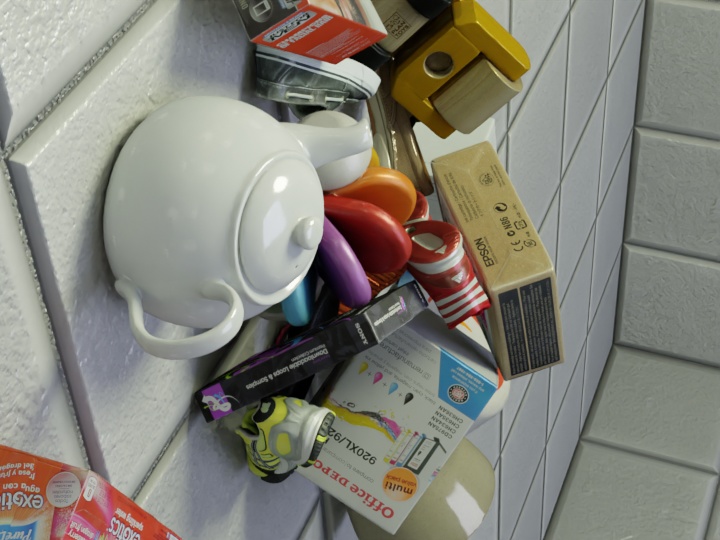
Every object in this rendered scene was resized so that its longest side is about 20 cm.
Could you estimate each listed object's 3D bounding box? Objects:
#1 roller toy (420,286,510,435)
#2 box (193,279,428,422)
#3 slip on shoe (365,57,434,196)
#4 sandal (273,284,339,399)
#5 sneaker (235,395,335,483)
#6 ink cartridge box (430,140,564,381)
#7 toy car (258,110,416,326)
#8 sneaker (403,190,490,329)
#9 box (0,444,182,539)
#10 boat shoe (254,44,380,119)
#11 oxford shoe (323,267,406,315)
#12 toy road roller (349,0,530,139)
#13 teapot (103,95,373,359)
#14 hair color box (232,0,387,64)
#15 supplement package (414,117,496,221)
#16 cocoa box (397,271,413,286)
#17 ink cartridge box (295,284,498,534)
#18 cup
[{"bbox_3d":[0.075,0.122,1.640,0.199,0.140,0.184,19,44,-43],"label":"roller toy"},{"bbox_3d":[-0.045,0.074,1.289,0.036,0.199,0.143,64,24,-2],"label":"box"},{"bbox_3d":[0.041,-0.172,1.493,0.076,0.060,0.202,39,45,-74],"label":"slip on shoe"},{"bbox_3d":[-0.075,0.101,1.449,0.075,0.045,0.201,-22,138,-63],"label":"sandal"},{"bbox_3d":[-0.085,0.158,1.350,0.076,0.076,0.200,-66,-172,-25],"label":"sneaker"},{"bbox_3d":[0.147,-0.010,1.457,0.165,0.075,0.201,75,-5,-49],"label":"ink cartridge box"},{"bbox_3d":[-0.032,-0.029,1.254,0.200,0.150,0.176,-41,150,-18],"label":"toy car"},{"bbox_3d":[0.065,-0.002,1.375,0.116,0.078,0.200,64,-3,-25],"label":"sneaker"},{"bbox_3d":[-0.216,0.206,0.989,0.200,0.095,0.100,63,42,-63],"label":"box"},{"bbox_3d":[-0.049,-0.179,1.308,0.200,0.072,0.071,6,105,-61],"label":"boat shoe"},{"bbox_3d":[0.000,0.000,1.496,0.200,0.071,0.073,-51,-174,11],"label":"oxford shoe"},{"bbox_3d":[0.078,-0.256,1.449,0.200,0.123,0.147,39,29,-24],"label":"toy road roller"},{"bbox_3d":[-0.097,-0.037,1.066,0.197,0.145,0.202,2,100,-59],"label":"teapot"},{"bbox_3d":[-0.053,-0.246,1.158,0.112,0.064,0.200,65,19,5],"label":"hair color box"},{"bbox_3d":[0.110,-0.100,1.746,0.201,0.113,0.110,79,30,-53],"label":"supplement package"},{"bbox_3d":[0.119,0.056,1.845,0.134,0.130,0.201,75,32,-57],"label":"cocoa box"},{"bbox_3d":[0.034,0.148,1.471,0.201,0.147,0.145,-56,-177,12],"label":"ink cartridge box"},{"bbox_3d":[0.052,0.257,1.734,0.144,0.199,0.201,54,45,-30],"label":"cup"}]
